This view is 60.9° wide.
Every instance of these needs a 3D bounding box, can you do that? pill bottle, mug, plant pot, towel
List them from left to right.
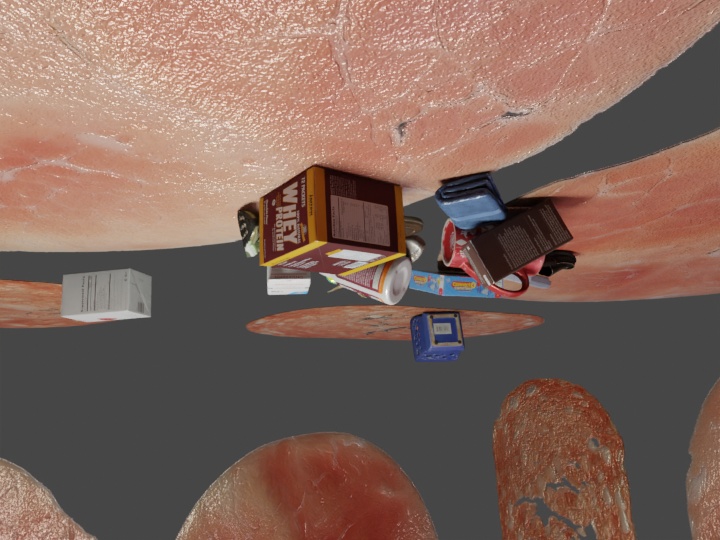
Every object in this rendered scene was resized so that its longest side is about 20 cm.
[{"bbox_3d":[0.006,-0.006,1.397,0.199,0.115,0.114,20,178,26],"label":"pill bottle"},{"bbox_3d":[0.338,0.279,2.652,0.199,0.201,0.180,0,160,-12],"label":"plant pot"},{"bbox_3d":[0.218,-0.130,1.193,0.111,0.049,0.200,-10,166,20],"label":"towel"},{"bbox_3d":[0.290,-0.045,1.337,0.199,0.178,0.134,4,129,-9],"label":"mug"}]

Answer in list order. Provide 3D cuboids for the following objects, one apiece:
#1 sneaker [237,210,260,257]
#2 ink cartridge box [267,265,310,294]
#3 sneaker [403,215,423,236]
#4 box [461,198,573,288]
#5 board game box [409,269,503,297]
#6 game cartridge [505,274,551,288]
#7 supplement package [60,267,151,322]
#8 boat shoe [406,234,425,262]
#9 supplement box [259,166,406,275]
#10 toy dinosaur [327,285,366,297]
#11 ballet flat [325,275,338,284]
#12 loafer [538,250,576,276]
[{"bbox_3d":[-0.206,-0.084,1.278,0.088,0.077,0.200,-14,174,-11],"label":"sneaker"},{"bbox_3d":[-0.196,0.015,1.668,0.115,0.067,0.200,-1,167,-9],"label":"ink cartridge box"},{"bbox_3d":[0.040,-0.071,1.339,0.199,0.076,0.070,-4,167,6],"label":"sneaker"},{"bbox_3d":[0.320,-0.054,1.256,0.199,0.100,0.075,-27,173,-12],"label":"box"},{"bbox_3d":[0.273,0.038,1.776,0.195,0.056,0.200,4,-177,-25],"label":"board game box"},{"bbox_3d":[0.406,0.008,1.690,0.133,0.041,0.200,16,-179,-45],"label":"game cartridge"},{"bbox_3d":[-0.692,0.070,1.677,0.199,0.120,0.121,-5,168,10],"label":"supplement package"},{"bbox_3d":[0.087,-0.058,1.433,0.076,0.072,0.200,49,152,-18],"label":"boat shoe"},{"bbox_3d":[-0.056,-0.082,1.145,0.199,0.133,0.197,7,164,-37],"label":"supplement box"},{"bbox_3d":[0.004,0.036,1.874,0.199,0.058,0.101,-14,150,13],"label":"toy dinosaur"},{"bbox_3d":[0.000,0.000,1.691,0.199,0.067,0.067,3,145,-34],"label":"ballet flat"},{"bbox_3d":[0.516,-0.015,1.694,0.199,0.072,0.073,4,165,-28],"label":"loafer"}]
